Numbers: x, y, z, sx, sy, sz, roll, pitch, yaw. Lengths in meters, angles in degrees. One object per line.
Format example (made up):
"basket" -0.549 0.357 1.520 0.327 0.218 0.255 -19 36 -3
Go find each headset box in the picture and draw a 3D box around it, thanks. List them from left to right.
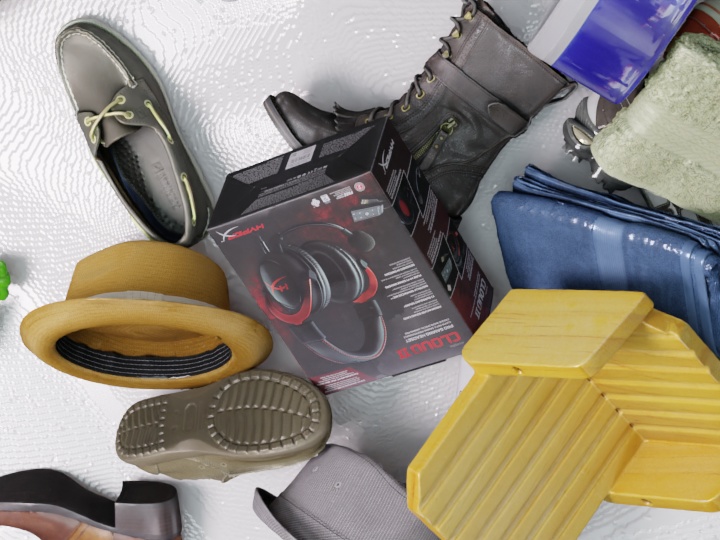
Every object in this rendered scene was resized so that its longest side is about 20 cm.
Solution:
"headset box" 0.000 0.000 1.596 0.148 0.075 0.201 -17 123 26

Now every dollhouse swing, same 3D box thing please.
"dollhouse swing" 0.166 0.142 1.543 0.181 0.177 0.200 1 144 46

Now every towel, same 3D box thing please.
"towel" 0.194 -0.005 1.567 0.199 0.049 0.112 18 136 36
"towel" 0.279 -0.084 1.493 0.199 0.037 0.149 25 136 -12

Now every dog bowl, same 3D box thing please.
"dog bowl" 0.203 -0.222 1.491 0.078 0.200 0.201 32 105 -1

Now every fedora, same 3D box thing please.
"fedora" -0.166 0.030 1.649 0.198 0.201 0.083 -3 66 10
"fedora" 0.009 0.199 1.632 0.176 0.200 0.091 35 88 -30

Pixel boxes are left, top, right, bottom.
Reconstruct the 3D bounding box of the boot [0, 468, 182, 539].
"boot" -0.235 0.270 1.756 0.186 0.069 0.202 1 110 2

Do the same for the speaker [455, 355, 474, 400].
"speaker" 0.106 0.161 1.652 0.080 0.081 0.202 8 103 8

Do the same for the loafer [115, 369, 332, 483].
"loafer" -0.101 0.127 1.672 0.198 0.067 0.077 -5 64 31

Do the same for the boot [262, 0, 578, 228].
"boot" 0.045 -0.135 1.610 0.199 0.069 0.175 31 105 -9

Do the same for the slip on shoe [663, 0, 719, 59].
"slip on shoe" 0.281 -0.107 1.545 0.061 0.074 0.201 -39 121 -6

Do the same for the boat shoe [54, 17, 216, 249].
"boat shoe" -0.181 -0.107 1.652 0.072 0.060 0.203 -29 96 14

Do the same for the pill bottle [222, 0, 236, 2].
"pill bottle" -0.046 -0.292 1.563 0.199 0.112 0.113 -28 96 14

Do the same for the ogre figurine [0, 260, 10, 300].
"ogre figurine" -0.378 0.060 1.705 0.119 0.098 0.201 31 117 -10

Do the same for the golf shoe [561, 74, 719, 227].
"golf shoe" 0.248 -0.070 1.581 0.200 0.078 0.095 41 105 -2

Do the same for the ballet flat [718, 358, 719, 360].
"ballet flat" 0.276 0.084 1.616 0.198 0.074 0.075 15 104 16
